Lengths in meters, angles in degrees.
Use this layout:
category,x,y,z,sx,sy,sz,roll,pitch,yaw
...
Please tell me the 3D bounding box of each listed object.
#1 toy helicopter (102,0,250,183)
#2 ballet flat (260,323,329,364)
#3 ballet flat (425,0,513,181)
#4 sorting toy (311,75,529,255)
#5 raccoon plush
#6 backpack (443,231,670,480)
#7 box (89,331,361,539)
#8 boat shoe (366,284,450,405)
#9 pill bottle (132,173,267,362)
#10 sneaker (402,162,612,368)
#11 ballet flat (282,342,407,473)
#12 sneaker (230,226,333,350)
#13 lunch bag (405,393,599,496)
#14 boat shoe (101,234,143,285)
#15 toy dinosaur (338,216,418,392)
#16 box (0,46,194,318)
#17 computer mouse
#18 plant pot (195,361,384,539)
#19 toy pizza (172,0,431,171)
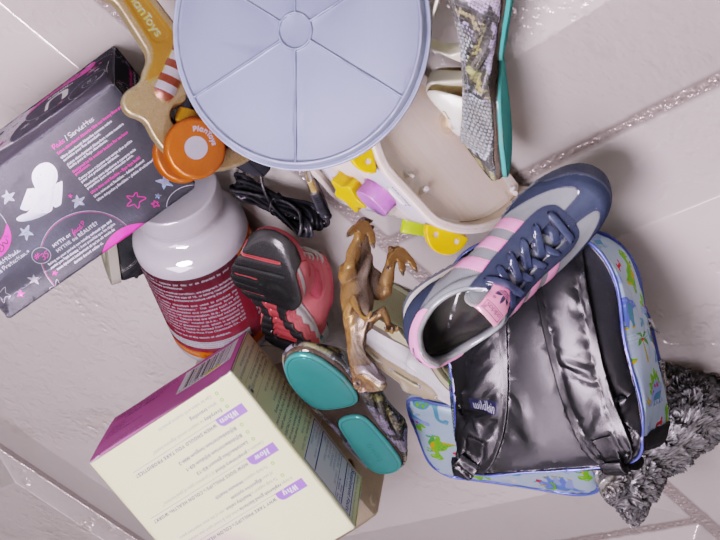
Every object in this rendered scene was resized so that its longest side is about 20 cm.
category,x,y,z,sx,sy,sz,roll,pitch,yaw
toy helicopter,-0.139,-0.173,0.910,0.200,0.132,0.079,55,167,-11
ballet flat,-0.128,0.072,1.268,0.199,0.070,0.070,-1,138,32
ballet flat,0.081,-0.153,0.854,0.072,0.072,0.201,12,137,17
sorting toy,0.011,-0.091,0.975,0.200,0.107,0.180,45,159,-26
raccoon plush,0.296,0.155,1.067,0.097,0.134,0.200,37,143,-17
backpack,0.164,0.063,0.997,0.182,0.147,0.201,-8,93,29
box,-0.127,0.196,1.145,0.175,0.097,0.200,-33,104,15
boat shoe,0.073,0.088,1.138,0.200,0.075,0.069,38,142,22
pill bottle,-0.155,-0.009,1.139,0.112,0.113,0.201,10,143,20
sneaker,0.114,0.004,0.882,0.070,0.082,0.200,41,109,-15
ballet flat,-0.013,0.119,1.148,0.072,0.072,0.201,-5,136,35
sneaker,-0.068,0.003,1.123,0.073,0.087,0.200,18,152,16
lunch bag,0.154,0.160,1.203,0.199,0.083,0.161,4,139,26
boat shoe,-0.227,-0.070,1.162,0.067,0.072,0.201,-10,140,-18
toy dinosaur,0.000,0.000,0.949,0.060,0.201,0.106,14,142,-14
box,-0.258,-0.081,1.007,0.199,0.132,0.115,-34,117,5
computer mouse,-0.097,-0.103,1.003,0.140,0.046,0.201,29,152,35
plant pot,-0.076,0.197,1.307,0.176,0.201,0.200,-16,130,26
toy pizza,-0.043,-0.174,0.851,0.199,0.032,0.202,2,98,17
